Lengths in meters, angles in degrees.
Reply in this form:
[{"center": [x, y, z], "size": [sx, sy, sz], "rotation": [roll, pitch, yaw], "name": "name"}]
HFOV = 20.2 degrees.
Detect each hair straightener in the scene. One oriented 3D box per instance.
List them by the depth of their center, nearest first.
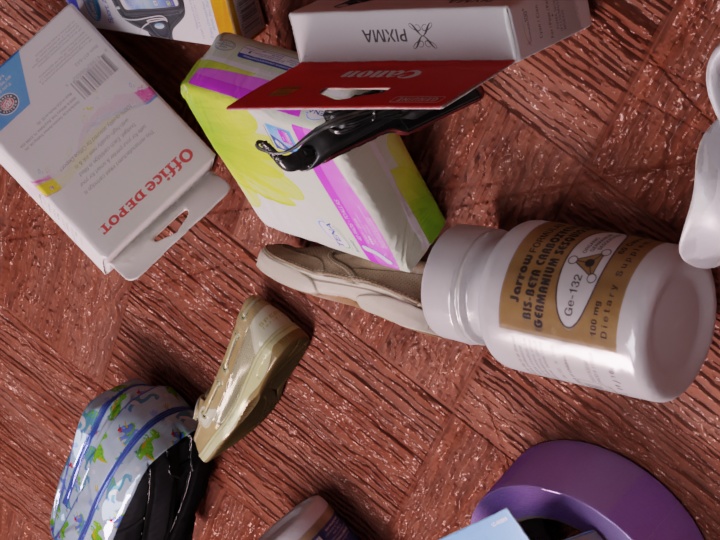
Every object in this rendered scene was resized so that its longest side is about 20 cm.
[{"center": [0.014, -0.121, 1.419], "size": [0.041, 0.200, 0.077], "rotation": [59, 151, 18], "name": "hair straightener"}]

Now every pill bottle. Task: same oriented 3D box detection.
[{"center": [0.149, 0.023, 1.488], "size": [0.200, 0.114, 0.115], "rotation": [12, 130, 37], "name": "pill bottle"}, {"center": [-0.016, 0.321, 1.908], "size": [0.200, 0.111, 0.111], "rotation": [50, 142, -3], "name": "pill bottle"}]

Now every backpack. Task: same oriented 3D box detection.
[{"center": [-0.218, 0.204, 1.969], "size": [0.154, 0.163, 0.200], "rotation": [53, 138, 16], "name": "backpack"}]

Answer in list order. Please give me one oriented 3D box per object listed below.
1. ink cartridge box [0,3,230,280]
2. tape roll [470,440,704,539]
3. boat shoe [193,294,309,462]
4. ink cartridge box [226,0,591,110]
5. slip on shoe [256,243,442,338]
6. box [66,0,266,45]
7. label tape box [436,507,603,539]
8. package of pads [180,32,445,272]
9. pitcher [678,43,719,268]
[{"center": [-0.218, -0.096, 1.688], "size": [0.200, 0.129, 0.125], "rotation": [47, 171, 0], "name": "ink cartridge box"}, {"center": [0.190, 0.240, 1.680], "size": [0.200, 0.066, 0.200], "rotation": [26, 137, 26], "name": "tape roll"}, {"center": [-0.111, 0.101, 1.841], "size": [0.063, 0.073, 0.201], "rotation": [46, 140, 13], "name": "boat shoe"}, {"center": [0.029, -0.160, 1.389], "size": [0.200, 0.176, 0.045], "rotation": [4, 115, 41], "name": "ink cartridge box"}, {"center": [0.000, 0.000, 1.658], "size": [0.200, 0.076, 0.061], "rotation": [19, 95, 42], "name": "slip on shoe"}, {"center": [-0.173, -0.247, 1.618], "size": [0.200, 0.041, 0.119], "rotation": [15, 132, 38], "name": "box"}, {"center": [0.156, 0.271, 1.637], "size": [0.200, 0.066, 0.143], "rotation": [52, 142, -2], "name": "label tape box"}, {"center": [-0.038, -0.089, 1.557], "size": [0.154, 0.068, 0.200], "rotation": [19, 155, 33], "name": "package of pads"}, {"center": [0.300, -0.056, 1.285], "size": [0.200, 0.121, 0.172], "rotation": [22, 129, 46], "name": "pitcher"}]
